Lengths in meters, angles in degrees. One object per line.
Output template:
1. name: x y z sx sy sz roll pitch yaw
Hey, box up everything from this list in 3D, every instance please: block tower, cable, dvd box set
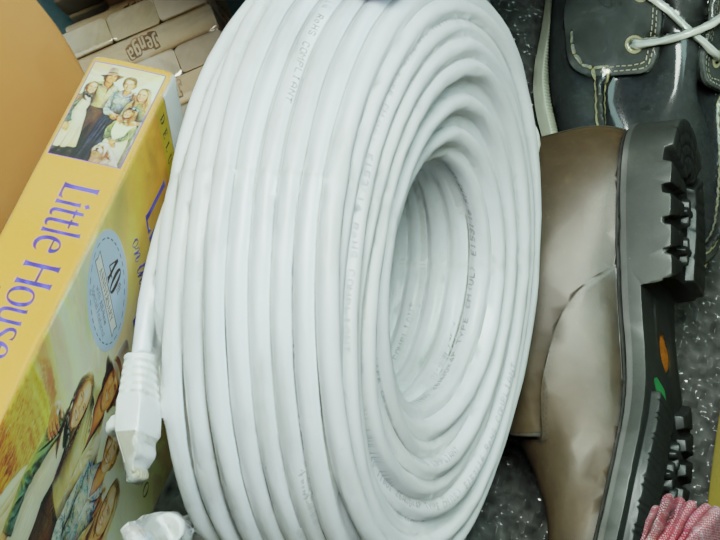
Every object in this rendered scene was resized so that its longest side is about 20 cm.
1. block tower: -0.076 -0.091 0.960 0.058 0.054 0.201 -22 73 6
2. cable: 0.000 0.000 0.884 0.069 0.200 0.201 6 86 22
3. dvd box set: -0.093 0.058 0.823 0.029 0.147 0.200 12 51 13

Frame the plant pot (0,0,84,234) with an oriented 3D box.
1. plant pot: -0.172 -0.021 0.867 0.200 0.200 0.140 46 43 6

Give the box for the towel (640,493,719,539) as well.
1. towel: 0.056 0.180 0.879 0.023 0.144 0.200 22 51 36

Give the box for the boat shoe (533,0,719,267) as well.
1. boat shoe: 0.107 -0.092 1.060 0.072 0.068 0.201 7 65 -18

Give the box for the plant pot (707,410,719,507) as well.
1. plant pot: 0.228 0.053 0.970 0.200 0.200 0.177 31 71 -3

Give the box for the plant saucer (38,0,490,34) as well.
1. plant saucer: -0.041 -0.070 1.019 0.199 0.027 0.201 8 63 -16

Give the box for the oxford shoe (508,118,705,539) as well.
1. oxford shoe: 0.073 0.047 0.988 0.084 0.073 0.201 -1 72 18

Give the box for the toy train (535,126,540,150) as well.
1. toy train: 0.064 -0.130 1.006 0.150 0.056 0.200 32 64 23
